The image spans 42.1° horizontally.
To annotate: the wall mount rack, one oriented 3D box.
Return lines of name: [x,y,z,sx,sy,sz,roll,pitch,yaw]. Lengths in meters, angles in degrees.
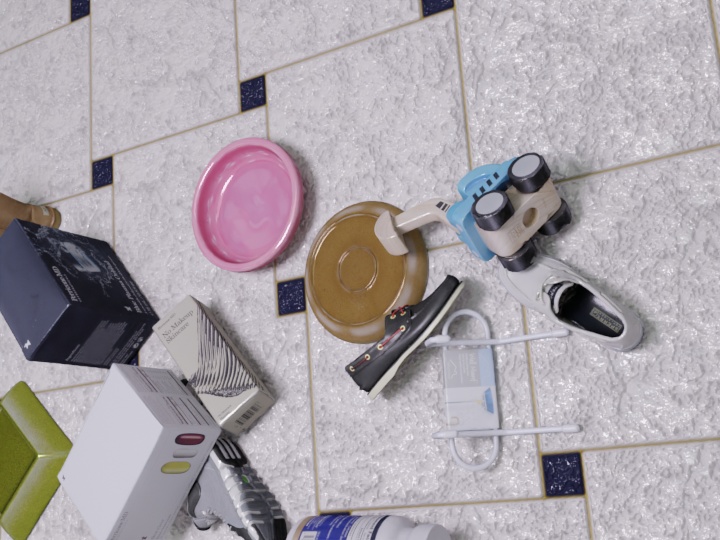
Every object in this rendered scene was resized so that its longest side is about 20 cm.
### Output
wall mount rack: [0.169,0.141,1.144,0.172,0.075,0.202,-2,79,-8]

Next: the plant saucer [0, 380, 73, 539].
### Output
plant saucer: [-0.590,0.322,1.578,0.199,0.048,0.201,40,102,30]

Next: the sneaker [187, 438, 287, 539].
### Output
sneaker: [-0.183,0.346,1.321,0.116,0.075,0.200,-52,50,18]

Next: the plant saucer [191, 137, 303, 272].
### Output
plant saucer: [-0.162,-0.095,1.394,0.199,0.051,0.203,-6,78,29]

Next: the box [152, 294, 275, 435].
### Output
box: [-0.215,0.137,1.364,0.082,0.068,0.200,-42,63,-1]

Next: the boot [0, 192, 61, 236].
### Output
boot: [-0.633,-0.067,1.584,0.066,0.199,0.176,45,104,29]

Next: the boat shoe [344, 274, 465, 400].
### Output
boat shoe: [0.057,0.078,1.212,0.063,0.074,0.202,43,108,7]

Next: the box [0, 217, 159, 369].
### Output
box: [-0.453,0.041,1.457,0.118,0.199,0.197,-49,62,14]

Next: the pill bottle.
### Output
pill bottle: [0.011,0.366,1.167,0.198,0.115,0.117,-8,77,29]

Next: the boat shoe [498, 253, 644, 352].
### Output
boat shoe: [0.242,0.033,1.116,0.200,0.066,0.072,38,99,32]

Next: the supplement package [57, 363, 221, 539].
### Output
supplement package: [-0.319,0.263,1.340,0.155,0.110,0.201,38,106,39]

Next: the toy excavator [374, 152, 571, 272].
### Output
toy excavator: [0.135,-0.072,1.183,0.194,0.100,0.200,-44,36,-8]

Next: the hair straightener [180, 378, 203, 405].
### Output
hair straightener: [-0.265,0.253,1.406,0.076,0.041,0.202,14,84,32]

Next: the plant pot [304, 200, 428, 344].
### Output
plant pot: [0.000,0.000,1.293,0.198,0.027,0.203,-6,79,30]
